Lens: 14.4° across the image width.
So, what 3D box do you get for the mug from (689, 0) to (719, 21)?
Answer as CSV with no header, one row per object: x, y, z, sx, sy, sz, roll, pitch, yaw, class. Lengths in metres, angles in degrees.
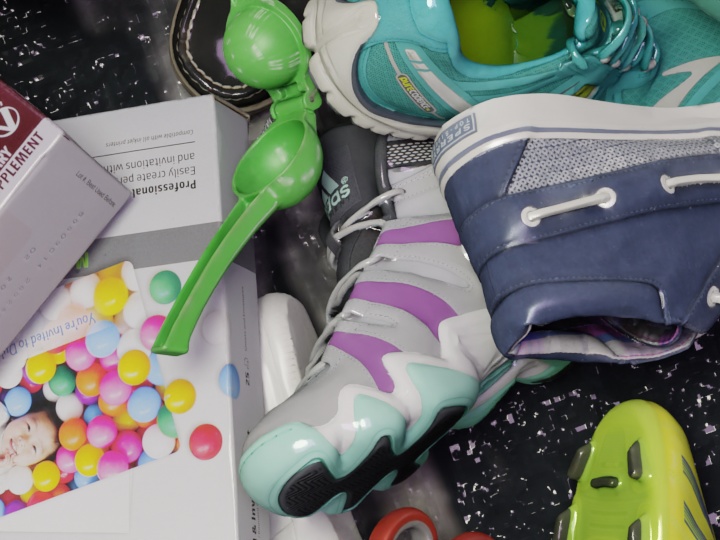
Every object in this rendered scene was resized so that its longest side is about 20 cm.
0.154,-0.159,1.050,0.184,0.115,0.152,17,49,-5,mug

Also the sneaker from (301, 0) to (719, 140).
0.075,-0.079,1.042,0.199,0.080,0.078,-1,75,-39,sneaker

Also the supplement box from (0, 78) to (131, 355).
-0.191,-0.050,1.048,0.200,0.061,0.109,37,87,31,supplement box

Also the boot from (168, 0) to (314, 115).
-0.003,-0.151,1.049,0.073,0.151,0.200,43,87,5,boot

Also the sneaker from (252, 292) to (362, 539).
-0.045,0.114,1.071,0.088,0.075,0.201,-13,77,11,sneaker

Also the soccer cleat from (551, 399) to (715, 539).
0.126,0.148,1.071,0.083,0.065,0.201,-2,78,-29,soccer cleat

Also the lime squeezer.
-0.047,-0.065,1.018,0.070,0.038,0.201,5,76,-26,lime squeezer

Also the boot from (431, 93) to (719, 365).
0.123,-0.010,1.039,0.199,0.073,0.091,-2,61,-25,boot

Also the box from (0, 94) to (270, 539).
-0.112,0.046,1.053,0.155,0.041,0.201,-7,78,20,box

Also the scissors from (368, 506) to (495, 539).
0.024,0.190,1.064,0.073,0.014,0.201,7,85,-43,scissors

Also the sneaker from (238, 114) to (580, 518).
0.000,0.000,1.047,0.200,0.078,0.140,-27,73,-43,sneaker
